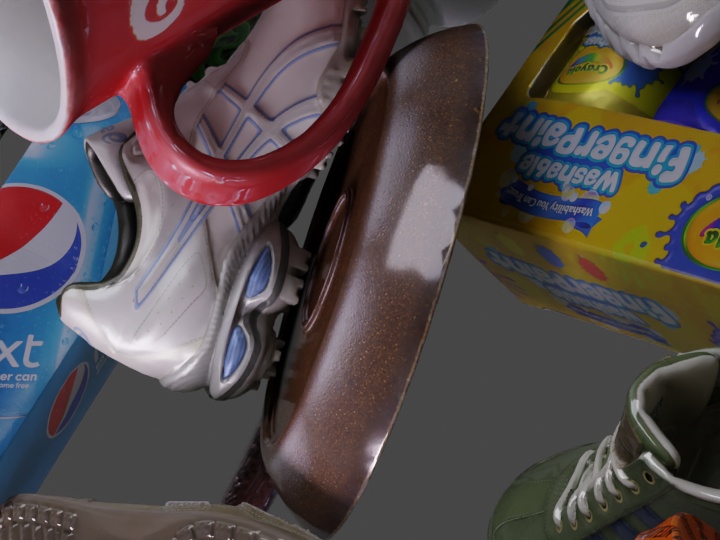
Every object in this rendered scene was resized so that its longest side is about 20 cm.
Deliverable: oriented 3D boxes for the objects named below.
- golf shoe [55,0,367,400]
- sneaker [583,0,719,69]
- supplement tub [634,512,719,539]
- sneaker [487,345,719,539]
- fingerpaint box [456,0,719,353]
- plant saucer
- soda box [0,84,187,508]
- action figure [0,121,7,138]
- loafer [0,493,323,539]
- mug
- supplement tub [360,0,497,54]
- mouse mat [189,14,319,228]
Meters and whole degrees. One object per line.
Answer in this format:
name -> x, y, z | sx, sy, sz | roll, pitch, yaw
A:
golf shoe -> -0.056, -0.054, 0.964 | 0.078, 0.097, 0.201 | 132, 155, -75
sneaker -> 0.092, -0.138, 0.885 | 0.075, 0.081, 0.200 | -38, 32, 7
supplement tub -> 0.041, 0.165, 0.721 | 0.200, 0.123, 0.123 | -36, 35, 14
sneaker -> 0.105, 0.058, 0.788 | 0.199, 0.090, 0.067 | -10, 49, 42
fingerpaint box -> 0.142, -0.054, 0.878 | 0.167, 0.073, 0.200 | -54, 34, -11
plant saucer -> 0.000, 0.000, 0.922 | 0.200, 0.032, 0.201 | -162, 90, -83
soda box -> -0.127, 0.010, 1.008 | 0.064, 0.068, 0.201 | 24, 63, 11
action figure -> -0.121, -0.136, 1.153 | 0.200, 0.118, 0.055 | -47, 69, 13
loafer -> -0.053, 0.119, 0.918 | 0.199, 0.068, 0.076 | 13, 99, 37
mug -> -0.053, -0.130, 0.912 | 0.199, 0.178, 0.133 | -30, 20, -24
supplement tub -> 0.037, -0.199, 1.077 | 0.200, 0.145, 0.145 | -48, 34, -3
mouse mat -> -0.073, -0.080, 1.142 | 0.160, 0.008, 0.201 | -2, 44, 25
